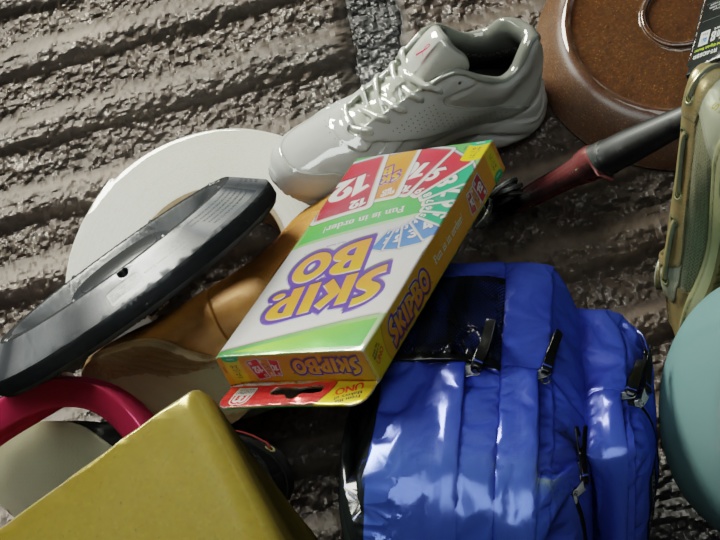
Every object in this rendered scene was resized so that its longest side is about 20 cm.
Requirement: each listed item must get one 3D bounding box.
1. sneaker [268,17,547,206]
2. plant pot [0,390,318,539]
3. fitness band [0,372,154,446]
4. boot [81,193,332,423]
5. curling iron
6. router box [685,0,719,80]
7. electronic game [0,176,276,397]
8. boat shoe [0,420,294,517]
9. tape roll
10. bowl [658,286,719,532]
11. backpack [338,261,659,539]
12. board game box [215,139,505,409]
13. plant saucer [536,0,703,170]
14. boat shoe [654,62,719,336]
[{"bbox_3d":[0.029,-0.111,1.007,0.199,0.100,0.078,-26,59,-16],"label":"sneaker"},{"bbox_3d":[-0.081,0.225,0.802,0.194,0.196,0.200,-36,46,-5],"label":"plant pot"},{"bbox_3d":[-0.189,0.147,0.945,0.199,0.037,0.144,-32,79,21],"label":"fitness band"},{"bbox_3d":[-0.062,0.019,0.960,0.200,0.071,0.144,-12,34,27],"label":"boot"},{"bbox_3d":[0.136,-0.061,0.952,0.199,0.049,0.026,-22,91,45],"label":"curling iron"},{"bbox_3d":[0.281,-0.126,0.917,0.062,0.200,0.151,-9,54,48],"label":"router box"},{"bbox_3d":[-0.133,0.008,0.929,0.199,0.200,0.042,-37,100,-6],"label":"electronic game"},{"bbox_3d":[-0.138,0.129,0.972,0.200,0.063,0.074,2,93,23],"label":"boat shoe"},{"bbox_3d":[-0.094,0.000,1.037,0.201,0.037,0.204,-6,63,11],"label":"tape roll"},{"bbox_3d":[0.237,0.075,0.847,0.202,0.200,0.105,-58,23,-17],"label":"bowl"},{"bbox_3d":[0.071,0.106,0.832,0.166,0.164,0.201,-1,36,14],"label":"backpack"},{"bbox_3d":[0.000,0.000,0.853,0.095,0.030,0.201,-5,38,34],"label":"board game box"},{"bbox_3d":[0.212,-0.161,1.045,0.198,0.035,0.202,-6,61,11],"label":"plant saucer"},{"bbox_3d":[0.199,-0.028,0.887,0.073,0.201,0.063,-29,56,-15],"label":"boat shoe"}]
